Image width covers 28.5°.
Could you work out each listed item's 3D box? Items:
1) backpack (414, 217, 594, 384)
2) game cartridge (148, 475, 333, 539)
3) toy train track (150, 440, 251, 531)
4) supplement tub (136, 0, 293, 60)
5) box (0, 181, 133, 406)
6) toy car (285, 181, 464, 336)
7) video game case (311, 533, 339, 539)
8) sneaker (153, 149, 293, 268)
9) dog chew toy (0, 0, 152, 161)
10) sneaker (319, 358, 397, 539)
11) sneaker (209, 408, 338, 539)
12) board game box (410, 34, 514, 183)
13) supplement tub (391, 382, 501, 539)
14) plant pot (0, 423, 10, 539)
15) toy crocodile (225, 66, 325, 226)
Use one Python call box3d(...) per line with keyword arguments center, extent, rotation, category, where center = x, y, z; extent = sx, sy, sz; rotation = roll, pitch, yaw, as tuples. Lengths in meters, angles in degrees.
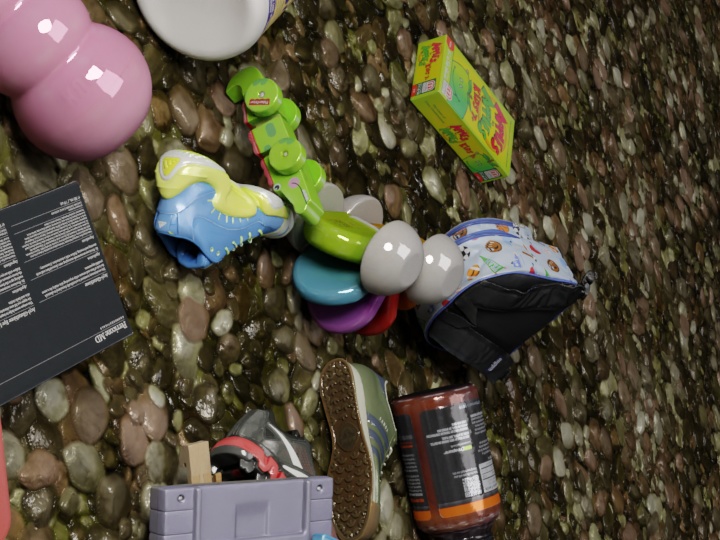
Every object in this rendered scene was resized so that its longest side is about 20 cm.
box3d(center=(0.155, 0.023, 1.760), extent=(0.190, 0.200, 0.154), rotation=(9, 40, -49), category="backpack")
box3d(center=(-0.107, 0.259, 1.308), extent=(0.199, 0.038, 0.130), rotation=(3, 83, -43), category="game cartridge")
box3d(center=(-0.150, 0.258, 1.312), extent=(0.114, 0.032, 0.201), rotation=(-7, 93, -43), category="toy train track")
box3d(center=(-0.129, -0.320, 1.461), extent=(0.146, 0.145, 0.200), rotation=(62, 35, -23), category="supplement tub")
box3d(center=(-0.289, 0.025, 1.136), extent=(0.200, 0.079, 0.142), rotation=(-31, 102, -58), category="box")
box3d(center=(0.000, 0.000, 1.568), extent=(0.200, 0.175, 0.150), rotation=(14, 104, -56), category="toy car")
box3d(center=(-0.015, 0.368, 1.349), extent=(0.143, 0.018, 0.201), rotation=(32, 62, -40), category="video game case")
box3d(center=(-0.145, -0.044, 1.421), extent=(0.200, 0.076, 0.105), rotation=(28, 74, -52), category="sneaker")
box3d(center=(-0.272, -0.189, 1.212), extent=(0.200, 0.124, 0.125), rotation=(49, 40, -27), category="dog chew toy")
box3d(center=(0.010, 0.199, 1.561), extent=(0.090, 0.067, 0.201), rotation=(15, 63, -50), category="sneaker")
box3d(center=(-0.072, 0.217, 1.420), extent=(0.201, 0.071, 0.098), rotation=(55, 39, -29), category="sneaker")
box3d(center=(0.144, -0.221, 1.960), extent=(0.200, 0.047, 0.102), rotation=(44, 44, -42), category="board game box")
box3d(center=(0.105, 0.239, 1.666), extent=(0.107, 0.107, 0.201), rotation=(-7, 85, -59), category="supplement tub")
box3d(center=(-0.328, 0.115, 0.948), extent=(0.200, 0.200, 0.178), rotation=(-42, 123, -55), category="plant pot")
box3d(center=(-0.088, -0.132, 1.481), extent=(0.201, 0.062, 0.068), rotation=(68, 12, 24), category="toy crocodile")
